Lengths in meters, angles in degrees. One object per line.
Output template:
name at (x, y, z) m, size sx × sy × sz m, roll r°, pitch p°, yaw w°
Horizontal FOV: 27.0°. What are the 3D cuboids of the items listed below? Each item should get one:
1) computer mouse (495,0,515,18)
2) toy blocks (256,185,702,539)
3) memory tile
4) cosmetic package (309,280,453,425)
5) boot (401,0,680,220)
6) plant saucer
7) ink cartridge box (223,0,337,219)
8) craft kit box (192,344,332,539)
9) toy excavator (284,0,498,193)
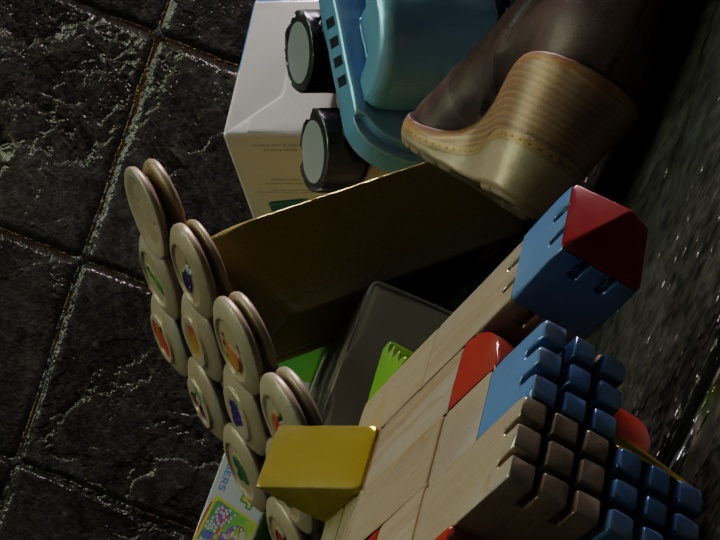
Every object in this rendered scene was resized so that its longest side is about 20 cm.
computer mouse at (0.084, -0.159, 0.873) m, size 0.200 × 0.046 × 0.142 m, roll -118°, pitch 25°, yaw -66°
toy blocks at (0.035, 0.072, 0.400) m, size 0.137 × 0.099 × 0.201 m, roll -49°, pitch 16°, yaw 46°
memory tile at (-0.068, 0.051, 0.755) m, size 0.200 × 0.017 × 0.154 m, roll 54°, pitch 156°, yaw 34°
cosmetic package at (0.007, 0.086, 0.825) m, size 0.200 × 0.071 × 0.106 m, roll 122°, pitch 169°, yaw -75°
boot at (0.094, -0.107, 0.664) m, size 0.167 × 0.072 × 0.200 m, roll -60°, pitch 13°, yaw 3°
plant saucer at (0.000, 0.000, 0.841) m, size 0.049 × 0.199 × 0.200 m, roll 67°, pitch 161°, yaw 10°
ink cartridge box at (-0.028, -0.067, 0.990) m, size 0.201 × 0.067 × 0.117 m, roll 74°, pitch -160°, yaw -53°
craft kit box at (-0.039, 0.128, 1.014) m, size 0.198 × 0.048 × 0.202 m, roll 59°, pitch -130°, yaw -71°
toy excavator at (0.033, -0.160, 0.815) m, size 0.200 × 0.099 × 0.196 m, roll 131°, pitch 133°, yaw -58°
